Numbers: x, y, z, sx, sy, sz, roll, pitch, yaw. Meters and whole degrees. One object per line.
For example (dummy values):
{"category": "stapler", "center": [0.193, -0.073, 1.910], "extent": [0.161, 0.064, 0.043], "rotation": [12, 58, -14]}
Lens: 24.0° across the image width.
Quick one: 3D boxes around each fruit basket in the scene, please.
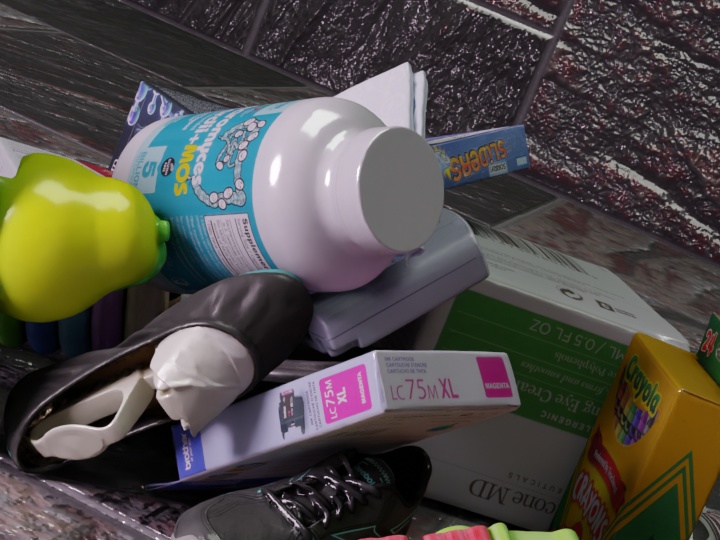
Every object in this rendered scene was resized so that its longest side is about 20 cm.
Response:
{"category": "fruit basket", "center": [-0.221, -0.023, 0.956], "extent": [0.215, 0.217, 0.155], "rotation": [13, 6, -39]}

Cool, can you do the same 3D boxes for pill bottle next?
{"category": "pill bottle", "center": [-0.048, -0.042, 0.987], "extent": [0.199, 0.111, 0.111], "rotation": [-2, -9, 44]}

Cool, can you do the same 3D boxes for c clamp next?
{"category": "c clamp", "center": [-0.053, 0.056, 1.078], "extent": [0.170, 0.027, 0.200], "rotation": [2, 3, 11]}

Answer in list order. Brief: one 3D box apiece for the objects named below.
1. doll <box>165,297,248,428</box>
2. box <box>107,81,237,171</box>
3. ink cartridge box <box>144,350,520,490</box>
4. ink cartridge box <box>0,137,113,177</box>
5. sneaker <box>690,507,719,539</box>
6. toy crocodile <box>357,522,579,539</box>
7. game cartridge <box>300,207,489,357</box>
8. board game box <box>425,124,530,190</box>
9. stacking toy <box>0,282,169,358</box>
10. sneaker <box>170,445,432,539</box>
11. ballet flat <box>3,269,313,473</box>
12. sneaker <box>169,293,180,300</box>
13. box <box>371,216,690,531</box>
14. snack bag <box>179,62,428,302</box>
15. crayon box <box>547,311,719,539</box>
{"category": "doll", "center": [-0.114, 0.077, 1.140], "extent": [0.136, 0.049, 0.200], "rotation": [21, 17, -21]}
{"category": "box", "center": [-0.128, -0.053, 1.448], "extent": [0.107, 0.149, 0.200], "rotation": [13, 14, -39]}
{"category": "ink cartridge box", "center": [-0.022, 0.089, 0.983], "extent": [0.200, 0.042, 0.119], "rotation": [-25, -19, 38]}
{"category": "ink cartridge box", "center": [-0.210, -0.020, 1.308], "extent": [0.145, 0.083, 0.200], "rotation": [16, 13, -27]}
{"category": "sneaker", "center": [0.249, 0.206, 1.174], "extent": [0.087, 0.074, 0.200], "rotation": [18, 6, 11]}
{"category": "toy crocodile", "center": [0.018, 0.160, 0.854], "extent": [0.199, 0.062, 0.068], "rotation": [-8, 34, -3]}
{"category": "game cartridge", "center": [0.000, 0.000, 1.119], "extent": [0.133, 0.041, 0.200], "rotation": [-25, 15, -18]}
{"category": "board game box", "center": [0.016, -0.071, 1.238], "extent": [0.135, 0.035, 0.200], "rotation": [-5, 8, 38]}
{"category": "stacking toy", "center": [-0.224, 0.017, 1.079], "extent": [0.199, 0.086, 0.085], "rotation": [5, 13, -2]}
{"category": "sneaker", "center": [-0.029, 0.133, 0.944], "extent": [0.075, 0.079, 0.200], "rotation": [47, 22, 22]}
{"category": "ballet flat", "center": [-0.113, 0.067, 0.940], "extent": [0.068, 0.199, 0.069], "rotation": [53, 23, -28]}
{"category": "sneaker", "center": [-0.217, -0.028, 1.157], "extent": [0.199, 0.081, 0.074], "rotation": [10, -29, -17]}
{"category": "box", "center": [0.097, 0.071, 1.256], "extent": [0.198, 0.172, 0.200], "rotation": [19, 13, -16]}
{"category": "snack bag", "center": [-0.043, -0.044, 1.107], "extent": [0.021, 0.188, 0.200], "rotation": [55, 24, -33]}
{"category": "crayon box", "center": [0.188, 0.125, 1.109], "extent": [0.051, 0.201, 0.127], "rotation": [20, 11, -8]}
